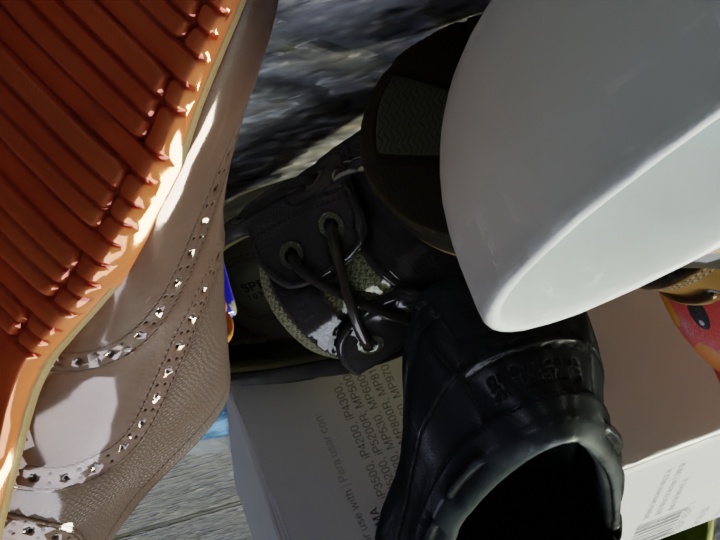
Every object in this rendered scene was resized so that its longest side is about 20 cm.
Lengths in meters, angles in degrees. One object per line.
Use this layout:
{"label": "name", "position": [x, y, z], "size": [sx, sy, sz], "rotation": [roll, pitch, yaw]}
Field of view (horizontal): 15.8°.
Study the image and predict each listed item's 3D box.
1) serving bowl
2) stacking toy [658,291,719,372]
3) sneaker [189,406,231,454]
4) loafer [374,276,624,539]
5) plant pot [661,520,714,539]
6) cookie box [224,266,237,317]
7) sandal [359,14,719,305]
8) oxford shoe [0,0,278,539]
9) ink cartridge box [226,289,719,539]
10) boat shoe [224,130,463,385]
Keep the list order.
{"label": "serving bowl", "position": [0.096, -0.066, 0.522], "size": [0.200, 0.066, 0.200], "rotation": [-29, 170, -6]}
{"label": "stacking toy", "position": [0.144, 0.017, 0.730], "size": [0.146, 0.200, 0.146], "rotation": [-14, 170, -2]}
{"label": "sneaker", "position": [-0.121, 0.039, 0.936], "size": [0.200, 0.078, 0.090], "rotation": [-21, 154, 11]}
{"label": "loafer", "position": [0.043, 0.079, 0.763], "size": [0.068, 0.070, 0.201], "rotation": [-14, 144, -9]}
{"label": "plant pot", "position": [0.072, 0.111, 1.355], "size": [0.187, 0.187, 0.200], "rotation": [-13, -174, -4]}
{"label": "cookie box", "position": [-0.160, 0.013, 0.648], "size": [0.171, 0.075, 0.200], "rotation": [-6, 167, -40]}
{"label": "sandal", "position": [0.098, -0.025, 0.658], "size": [0.200, 0.082, 0.055], "rotation": [-2, 142, 13]}
{"label": "oxford shoe", "position": [-0.057, -0.004, 0.534], "size": [0.073, 0.071, 0.200], "rotation": [-6, 135, -45]}
{"label": "ink cartridge box", "position": [0.057, 0.058, 0.908], "size": [0.200, 0.083, 0.147], "rotation": [-20, 162, -8]}
{"label": "boat shoe", "position": [0.000, 0.000, 0.771], "size": [0.065, 0.073, 0.200], "rotation": [-47, -170, -33]}
